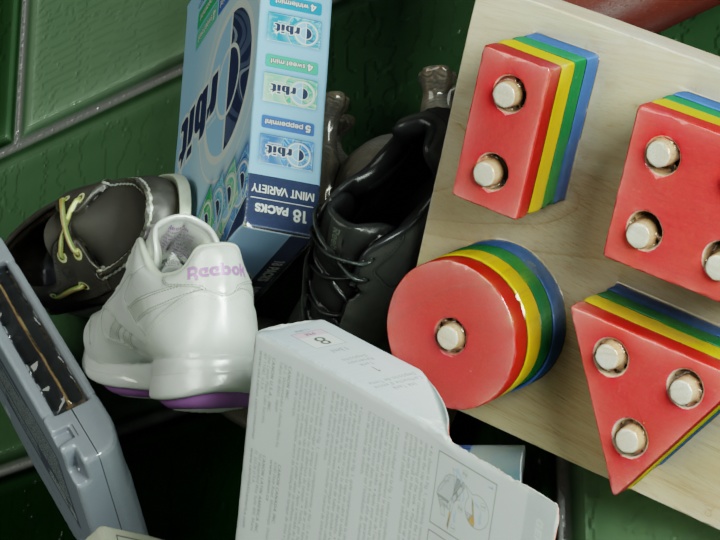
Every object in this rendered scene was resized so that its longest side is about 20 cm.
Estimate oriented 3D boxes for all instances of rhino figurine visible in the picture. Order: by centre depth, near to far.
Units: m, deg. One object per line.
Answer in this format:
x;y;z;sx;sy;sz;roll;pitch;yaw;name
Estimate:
0.043;-0.057;1.243;0.199;0.060;0.088;-10;72;40;rhino figurine

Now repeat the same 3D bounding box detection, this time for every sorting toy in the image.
0.107;0.000;1.054;0.199;0.069;0.200;23;113;27;sorting toy

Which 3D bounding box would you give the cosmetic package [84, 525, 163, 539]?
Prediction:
-0.102;0.245;1.233;0.087;0.103;0.201;-42;47;27;cosmetic package

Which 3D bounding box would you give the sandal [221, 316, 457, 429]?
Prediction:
-0.026;0.061;1.266;0.199;0.054;0.082;19;87;47;sandal

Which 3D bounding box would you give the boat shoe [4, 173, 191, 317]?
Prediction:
-0.156;-0.013;1.378;0.201;0.060;0.072;-26;57;61;boat shoe

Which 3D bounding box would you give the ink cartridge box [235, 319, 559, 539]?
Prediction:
0.021;0.132;1.067;0.199;0.057;0.164;24;116;40;ink cartridge box

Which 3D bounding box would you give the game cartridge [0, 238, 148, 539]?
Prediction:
-0.176;0.081;1.360;0.041;0.134;0.200;-28;49;-11;game cartridge

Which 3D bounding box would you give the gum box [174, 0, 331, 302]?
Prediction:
-0.063;-0.087;1.319;0.170;0.044;0.202;137;138;-64;gum box

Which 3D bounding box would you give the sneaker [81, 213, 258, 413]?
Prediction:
-0.096;0.020;1.260;0.200;0.074;0.101;-177;85;-67;sneaker

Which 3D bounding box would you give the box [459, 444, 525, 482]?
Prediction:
0.020;0.184;1.152;0.121;0.047;0.202;-3;82;44;box

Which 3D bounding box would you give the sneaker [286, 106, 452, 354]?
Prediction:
0.000;0.000;1.174;0.076;0.091;0.201;37;107;29;sneaker

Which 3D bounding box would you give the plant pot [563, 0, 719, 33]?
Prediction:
0.162;-0.212;1.104;0.195;0.200;0.202;-29;54;43;plant pot
